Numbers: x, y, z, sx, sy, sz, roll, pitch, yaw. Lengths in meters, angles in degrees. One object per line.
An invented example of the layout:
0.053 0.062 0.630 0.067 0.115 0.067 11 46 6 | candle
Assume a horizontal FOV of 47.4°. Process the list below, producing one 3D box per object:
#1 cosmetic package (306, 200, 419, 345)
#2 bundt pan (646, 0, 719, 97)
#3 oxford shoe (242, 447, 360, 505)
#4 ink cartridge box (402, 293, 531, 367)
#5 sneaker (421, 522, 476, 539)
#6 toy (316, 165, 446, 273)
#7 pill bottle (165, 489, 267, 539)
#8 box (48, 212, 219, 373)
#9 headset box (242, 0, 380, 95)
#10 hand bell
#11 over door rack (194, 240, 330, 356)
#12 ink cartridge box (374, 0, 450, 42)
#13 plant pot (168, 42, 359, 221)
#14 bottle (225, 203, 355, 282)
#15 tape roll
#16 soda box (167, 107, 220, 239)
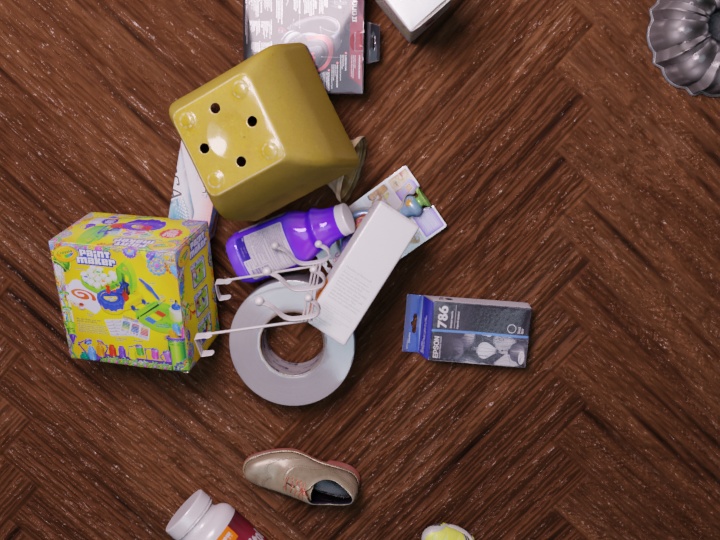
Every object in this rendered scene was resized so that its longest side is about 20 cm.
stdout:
0.000 0.000 1.199 0.071 0.101 0.201 33 92 -6 | cosmetic package
0.523 -0.353 1.180 0.199 0.076 0.205 0 101 1 | bundt pan
-0.098 0.341 1.340 0.197 0.075 0.071 6 102 1 | oxford shoe
0.167 0.095 1.301 0.197 0.039 0.101 4 102 2 | ink cartridge box
0.181 0.501 1.361 0.200 0.076 0.075 45 101 -5 | sneaker
0.022 -0.057 1.271 0.199 0.047 0.116 -35 96 8 | toy
-0.220 0.461 1.349 0.113 0.113 0.200 -44 97 9 | pill bottle
-0.332 0.029 1.225 0.197 0.122 0.195 6 116 13 | box
-0.070 -0.335 1.205 0.197 0.075 0.151 1 102 2 | headset box
-0.100 -0.185 1.242 0.198 0.104 0.105 21 102 10 | hand bell
-0.145 0.031 1.175 0.198 0.148 0.067 -19 121 17 | over door rack
0.054 -0.401 1.124 0.083 0.200 0.145 -39 97 9 | ink cartridge box
-0.142 -0.180 1.092 0.193 0.200 0.197 -25 95 15 | plant pot
-0.105 -0.048 1.251 0.198 0.065 0.084 -20 104 18 | bottle
-0.105 0.108 1.300 0.197 0.066 0.203 0 101 1 | tape roll
-0.244 -0.149 1.255 0.068 0.064 0.203 12 101 -1 | soda box
